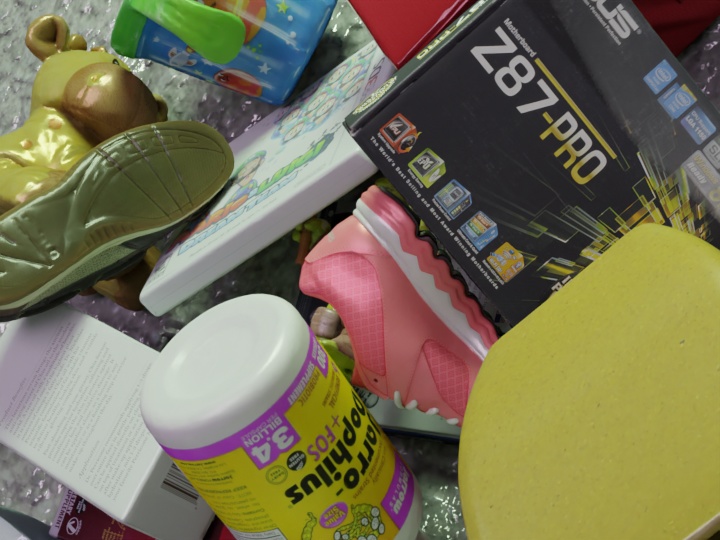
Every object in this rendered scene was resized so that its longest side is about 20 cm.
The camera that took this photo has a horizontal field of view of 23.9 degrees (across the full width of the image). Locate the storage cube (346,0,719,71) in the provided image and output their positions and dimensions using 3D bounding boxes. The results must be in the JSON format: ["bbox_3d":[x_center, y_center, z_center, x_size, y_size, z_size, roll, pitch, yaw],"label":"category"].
[{"bbox_3d":[0.095,-0.197,1.032,0.180,0.170,0.201,-44,48,16],"label":"storage cube"}]

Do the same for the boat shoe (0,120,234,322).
[{"bbox_3d":[-0.174,-0.032,1.129,0.200,0.066,0.072,-34,78,-25],"label":"boat shoe"}]

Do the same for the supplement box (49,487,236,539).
[{"bbox_3d":[-0.106,0.149,1.115,0.199,0.061,0.110,7,73,41],"label":"supplement box"}]

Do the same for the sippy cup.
[{"bbox_3d":[-0.089,-0.186,1.198,0.179,0.129,0.140,-66,6,-35],"label":"sippy cup"}]

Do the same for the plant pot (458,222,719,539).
[{"bbox_3d":[0.163,0.096,0.832,0.194,0.195,0.201,-40,41,18],"label":"plant pot"}]

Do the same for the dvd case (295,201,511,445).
[{"bbox_3d":[0.036,0.031,1.076,0.199,0.025,0.152,4,72,41],"label":"dvd case"}]

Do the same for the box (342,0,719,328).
[{"bbox_3d":[0.112,-0.056,0.926,0.161,0.200,0.049,-40,12,2],"label":"box"}]

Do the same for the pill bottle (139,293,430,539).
[{"bbox_3d":[-0.031,0.116,0.962,0.103,0.201,0.105,-24,32,17],"label":"pill bottle"}]

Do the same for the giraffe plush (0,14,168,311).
[{"bbox_3d":[-0.208,-0.089,1.257,0.199,0.173,0.163,22,72,27],"label":"giraffe plush"}]

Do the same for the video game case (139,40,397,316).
[{"bbox_3d":[-0.050,-0.071,1.132,0.199,0.024,0.183,-32,22,30],"label":"video game case"}]

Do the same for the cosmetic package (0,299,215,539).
[{"bbox_3d":[-0.163,0.093,1.099,0.199,0.071,0.102,23,81,45],"label":"cosmetic package"}]

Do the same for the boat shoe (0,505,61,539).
[{"bbox_3d":[-0.202,0.238,1.134,0.199,0.071,0.091,31,91,33],"label":"boat shoe"}]

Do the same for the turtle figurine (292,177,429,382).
[{"bbox_3d":[0.000,0.000,1.060,0.199,0.064,0.162,-12,47,51],"label":"turtle figurine"}]

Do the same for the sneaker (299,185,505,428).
[{"bbox_3d":[0.041,0.053,0.962,0.086,0.074,0.201,-37,89,5],"label":"sneaker"}]
